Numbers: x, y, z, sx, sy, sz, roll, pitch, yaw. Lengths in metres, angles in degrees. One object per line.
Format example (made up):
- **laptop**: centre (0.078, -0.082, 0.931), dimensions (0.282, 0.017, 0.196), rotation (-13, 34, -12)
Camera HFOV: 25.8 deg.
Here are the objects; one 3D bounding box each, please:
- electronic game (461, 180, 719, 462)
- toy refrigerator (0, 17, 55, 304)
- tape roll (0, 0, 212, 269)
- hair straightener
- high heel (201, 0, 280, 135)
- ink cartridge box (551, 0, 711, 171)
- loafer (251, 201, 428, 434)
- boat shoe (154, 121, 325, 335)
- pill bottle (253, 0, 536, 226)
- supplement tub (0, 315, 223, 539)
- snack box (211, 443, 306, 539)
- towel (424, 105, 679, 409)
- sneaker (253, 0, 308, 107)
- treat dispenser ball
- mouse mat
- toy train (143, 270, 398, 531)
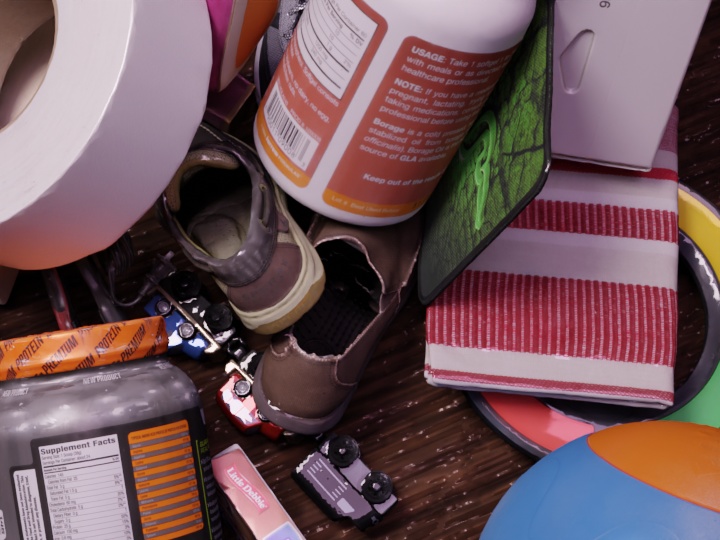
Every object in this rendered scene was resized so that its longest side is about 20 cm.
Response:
- **electronic game**: centre (0.146, 0.026, 0.936), dimensions (0.199, 0.042, 0.201), rotation (1, 69, -3)
- **toy refrigerator**: centre (-0.220, -0.087, 0.944), dimensions (0.076, 0.070, 0.201), rotation (12, 68, 9)
- **tape roll**: centre (-0.179, -0.105, 0.831), dimensions (0.202, 0.071, 0.203), rotation (-9, 72, 29)
- **hair straightener**: centre (-0.143, -0.001, 0.895), dimensions (0.077, 0.041, 0.201), rotation (-21, 90, -4)
- **high heel**: centre (-0.101, -0.146, 0.902), dimensions (0.096, 0.200, 0.067), rotation (33, 76, 2)
- **ink cartridge box**: centre (0.148, -0.179, 0.925), dimensions (0.083, 0.145, 0.200), rotation (10, 46, -1)
- **loafer**: centre (0.000, 0.000, 0.905), dimensions (0.073, 0.071, 0.200), rotation (21, 55, -3)
- **boat shoe**: centre (-0.081, -0.043, 0.889), dimensions (0.072, 0.066, 0.201), rotation (-35, 41, -1)
- **pill bottle**: centre (0.025, -0.128, 0.848), dimensions (0.112, 0.200, 0.112), rotation (17, 41, -16)
- **supplement tub**: centre (-0.133, 0.129, 0.808), dimensions (0.122, 0.123, 0.201), rotation (-9, 89, -7)
- **snack box**: centre (-0.019, 0.187, 0.848), dimensions (0.024, 0.072, 0.200), rotation (-33, 74, -16)
- **towel**: centre (0.114, -0.017, 0.923), dimensions (0.143, 0.023, 0.201), rotation (5, 63, 3)
- **sneaker**: centre (-0.025, -0.182, 0.963), dimensions (0.075, 0.114, 0.201), rotation (9, 68, 8)
- **treat dispenser ball**: centre (0.152, 0.177, 0.794), dimensions (0.200, 0.201, 0.202), rotation (1, 69, -3)
- **mouse mat**: centre (0.070, -0.096, 0.882), dimensions (0.008, 0.161, 0.201), rotation (15, 59, -16)
- **toy train**: centre (-0.058, 0.074, 0.911), dimensions (0.046, 0.034, 0.200), rotation (-43, 78, -6)
